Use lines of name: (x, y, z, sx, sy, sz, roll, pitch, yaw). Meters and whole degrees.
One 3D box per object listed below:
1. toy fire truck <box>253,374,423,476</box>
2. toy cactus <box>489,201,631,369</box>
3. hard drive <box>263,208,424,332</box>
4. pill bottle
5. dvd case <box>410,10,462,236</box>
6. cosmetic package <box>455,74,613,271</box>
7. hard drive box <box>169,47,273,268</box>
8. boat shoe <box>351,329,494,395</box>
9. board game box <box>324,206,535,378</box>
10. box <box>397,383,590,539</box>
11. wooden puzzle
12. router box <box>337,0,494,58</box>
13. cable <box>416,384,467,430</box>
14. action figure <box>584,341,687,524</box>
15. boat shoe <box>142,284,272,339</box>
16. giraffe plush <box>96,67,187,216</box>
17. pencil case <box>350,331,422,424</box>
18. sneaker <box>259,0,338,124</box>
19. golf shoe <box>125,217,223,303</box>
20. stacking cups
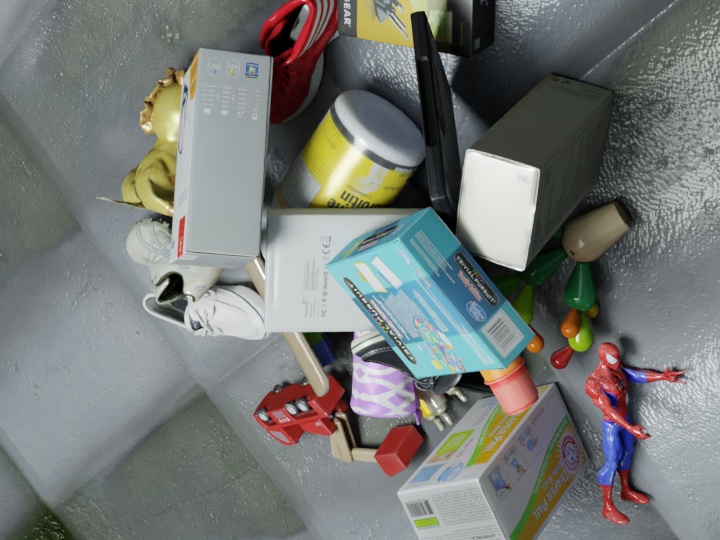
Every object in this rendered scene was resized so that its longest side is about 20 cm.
toy fire truck: (-0.031, 0.195, 1.564, 0.141, 0.049, 0.199, 48, 144, -16)
toy cactus: (0.199, -0.012, 1.281, 0.164, 0.102, 0.201, -33, 91, 23)
hard drive: (0.000, 0.000, 1.317, 0.197, 0.027, 0.134, 0, 115, -9)
pill bottle: (-0.025, -0.084, 1.351, 0.112, 0.112, 0.201, 42, 119, 10)
dvd case: (0.077, -0.121, 1.193, 0.017, 0.203, 0.143, -9, 154, 10)
cosmetic package: (0.163, -0.095, 1.170, 0.072, 0.200, 0.105, 19, 124, 22)
hard drive box: (-0.145, -0.109, 1.302, 0.156, 0.076, 0.203, 162, 111, -75)
boat shoe: (0.081, 0.096, 1.345, 0.074, 0.198, 0.063, -34, 53, 51)
board game box: (0.060, 0.027, 1.197, 0.151, 0.047, 0.200, 50, 160, -8)
box: (0.147, 0.219, 1.354, 0.112, 0.200, 0.102, -18, 104, 38)
wooden puzzle: (-0.081, 0.042, 1.474, 0.046, 0.200, 0.187, -30, 97, -3)
router box: (0.052, -0.320, 1.230, 0.156, 0.052, 0.203, 15, 122, 29)
cable: (0.048, 0.090, 1.456, 0.200, 0.050, 0.097, 42, 135, 10)
action figure: (0.288, 0.168, 1.315, 0.098, 0.065, 0.202, 7, 119, 43)
boat shoe: (-0.191, 0.056, 1.590, 0.198, 0.065, 0.074, 10, 125, 40)
giraffe plush: (-0.202, -0.144, 1.459, 0.171, 0.199, 0.165, 15, 92, 35)
pencil case: (0.034, 0.064, 1.406, 0.084, 0.084, 0.203, 6, 102, 8)
sneaker: (-0.086, -0.224, 1.339, 0.078, 0.115, 0.201, 40, 129, 12)
golf shoe: (-0.242, -0.008, 1.564, 0.199, 0.098, 0.078, 2, 149, 50)
stacking cups: (0.113, 0.051, 1.278, 0.060, 0.060, 0.202, -21, 100, 41)
